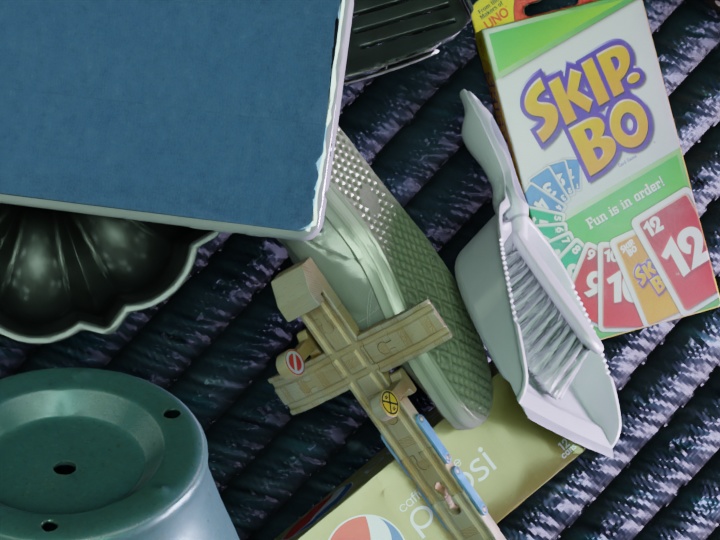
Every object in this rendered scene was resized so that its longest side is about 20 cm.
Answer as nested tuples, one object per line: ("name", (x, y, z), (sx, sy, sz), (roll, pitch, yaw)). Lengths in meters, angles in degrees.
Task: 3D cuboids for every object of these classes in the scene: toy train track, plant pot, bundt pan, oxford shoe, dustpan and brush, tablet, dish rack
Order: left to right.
("bundt pan", (-0.166, -0.062, 1.144), (0.200, 0.076, 0.204), (0, 87, -8))
("plant pot", (-0.140, 0.158, 1.043), (0.198, 0.200, 0.189), (-4, 123, -9))
("tablet", (-0.108, -0.090, 1.082), (0.198, 0.014, 0.131), (7, 86, 10))
("dish rack", (-0.032, -0.189, 1.149), (0.152, 0.055, 0.201), (-18, 65, -9))
("oxford shoe", (0.000, 0.000, 1.120), (0.058, 0.075, 0.200), (-32, 100, 26))
("toy train track", (0.017, 0.085, 1.096), (0.201, 0.114, 0.033), (55, 38, -10))
("dustpan and brush", (0.084, -0.007, 1.155), (0.057, 0.139, 0.201), (-37, 63, 14))

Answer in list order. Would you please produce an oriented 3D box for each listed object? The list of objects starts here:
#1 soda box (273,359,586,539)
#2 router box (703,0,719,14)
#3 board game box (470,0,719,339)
("soda box", (0.022, 0.132, 1.170), (0.200, 0.068, 0.064), (-39, 93, -8))
("router box", (0.286, -0.176, 1.228), (0.200, 0.051, 0.150), (37, 85, -6))
("board game box", (0.130, -0.065, 1.216), (0.095, 0.030, 0.201), (-15, 88, -8))
